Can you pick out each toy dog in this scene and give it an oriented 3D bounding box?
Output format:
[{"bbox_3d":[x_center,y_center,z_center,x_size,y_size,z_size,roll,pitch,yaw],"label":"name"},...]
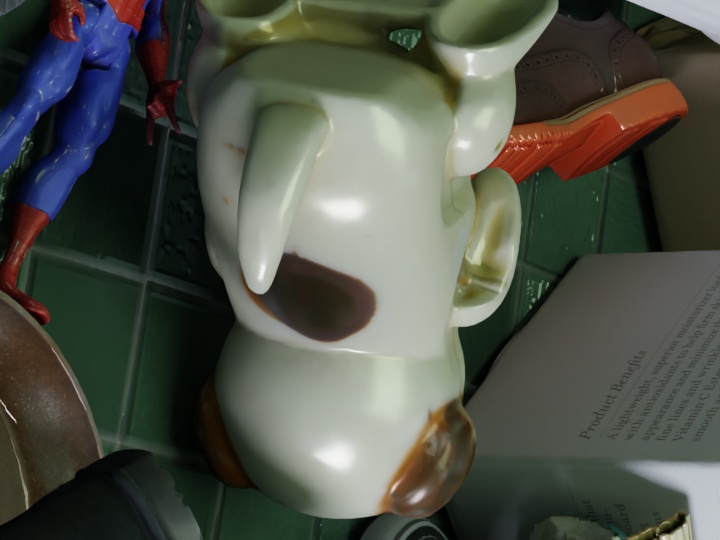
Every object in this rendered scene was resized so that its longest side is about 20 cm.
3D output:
[{"bbox_3d":[0.000,0.000,0.967,0.194,0.138,0.201,-81,174,-60],"label":"toy dog"}]

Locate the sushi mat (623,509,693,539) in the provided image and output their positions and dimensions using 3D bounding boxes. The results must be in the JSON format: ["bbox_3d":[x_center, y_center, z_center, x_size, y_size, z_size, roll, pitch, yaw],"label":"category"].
[{"bbox_3d":[0.117,0.201,1.065,0.095,0.012,0.201,-29,123,-23],"label":"sushi mat"}]

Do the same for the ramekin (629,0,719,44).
[{"bbox_3d":[0.165,-0.206,1.140,0.097,0.200,0.202,15,76,-19],"label":"ramekin"}]

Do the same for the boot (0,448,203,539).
[{"bbox_3d":[-0.116,0.169,0.785,0.199,0.066,0.165,-28,82,-32],"label":"boot"}]

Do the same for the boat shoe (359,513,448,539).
[{"bbox_3d":[0.052,0.195,1.108,0.069,0.056,0.201,-40,120,-44],"label":"boat shoe"}]

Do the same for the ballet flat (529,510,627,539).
[{"bbox_3d":[0.111,0.200,1.099,0.072,0.071,0.201,-48,130,-40],"label":"ballet flat"}]

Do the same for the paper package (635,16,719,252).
[{"bbox_3d":[0.245,-0.034,1.245,0.103,0.190,0.201,-32,115,-46],"label":"paper package"}]

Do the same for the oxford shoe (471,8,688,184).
[{"bbox_3d":[0.062,-0.074,1.131,0.199,0.071,0.073,-15,73,-47],"label":"oxford shoe"}]

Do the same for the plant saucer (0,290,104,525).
[{"bbox_3d":[-0.164,0.097,0.856,0.200,0.034,0.202,-2,93,-51],"label":"plant saucer"}]

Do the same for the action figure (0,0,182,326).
[{"bbox_3d":[-0.100,-0.079,0.930,0.065,0.051,0.201,40,57,-39],"label":"action figure"}]

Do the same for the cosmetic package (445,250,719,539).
[{"bbox_3d":[0.171,0.101,1.143,0.165,0.199,0.166,-48,125,-41],"label":"cosmetic package"}]

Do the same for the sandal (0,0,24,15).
[{"bbox_3d":[-0.127,-0.150,0.906,0.200,0.043,0.077,-56,138,-47],"label":"sandal"}]
